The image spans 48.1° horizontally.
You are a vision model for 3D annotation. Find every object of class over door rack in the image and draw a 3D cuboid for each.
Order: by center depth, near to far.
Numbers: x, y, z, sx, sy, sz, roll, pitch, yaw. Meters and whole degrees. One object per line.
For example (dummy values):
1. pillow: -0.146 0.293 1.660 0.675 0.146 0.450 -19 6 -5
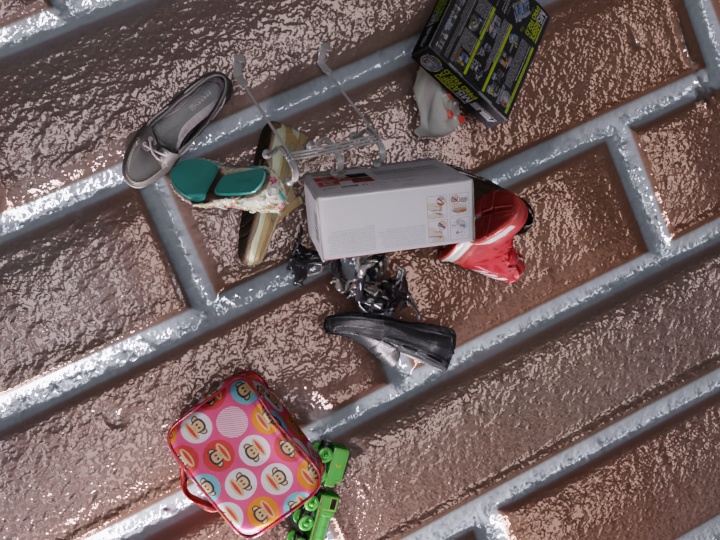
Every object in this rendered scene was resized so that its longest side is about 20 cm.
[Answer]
1. over door rack: -0.071 -0.207 1.086 0.147 0.067 0.201 -16 66 -28

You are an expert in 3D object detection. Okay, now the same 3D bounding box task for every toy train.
1. toy train: -0.062 0.342 1.160 0.056 0.042 0.202 16 89 -22

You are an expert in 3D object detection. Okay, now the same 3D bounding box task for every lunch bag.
1. lunch bag: -0.164 0.258 1.101 0.176 0.082 0.201 -37 91 3

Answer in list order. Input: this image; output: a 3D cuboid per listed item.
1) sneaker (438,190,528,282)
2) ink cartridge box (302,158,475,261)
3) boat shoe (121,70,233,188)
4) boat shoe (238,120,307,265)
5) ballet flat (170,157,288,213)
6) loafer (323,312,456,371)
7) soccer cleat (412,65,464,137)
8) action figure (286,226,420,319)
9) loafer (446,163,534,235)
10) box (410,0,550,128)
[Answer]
1. sneaker: 0.201 -0.044 1.123 0.115 0.200 0.079 21 73 -17
2. ink cartridge box: 0.030 -0.087 1.066 0.198 0.176 0.085 -7 108 -9
3. boat shoe: -0.250 -0.195 1.089 0.067 0.057 0.200 43 84 -10
4. boat shoe: -0.115 -0.101 1.119 0.076 0.072 0.202 14 91 -27
5. ballet flat: -0.174 -0.104 1.066 0.064 0.199 0.076 43 69 -46
6. loafer: 0.043 0.102 1.154 0.199 0.068 0.071 11 82 -15
7. soccer cleat: 0.108 -0.288 1.156 0.069 0.077 0.202 16 73 -47
8. action figure: 0.000 0.000 1.118 0.198 0.119 0.103 19 106 -4
9. loafer: 0.171 -0.108 1.169 0.198 0.071 0.074 17 89 -12
10. box: 0.172 -0.328 1.126 0.160 0.044 0.201 36 66 -26
